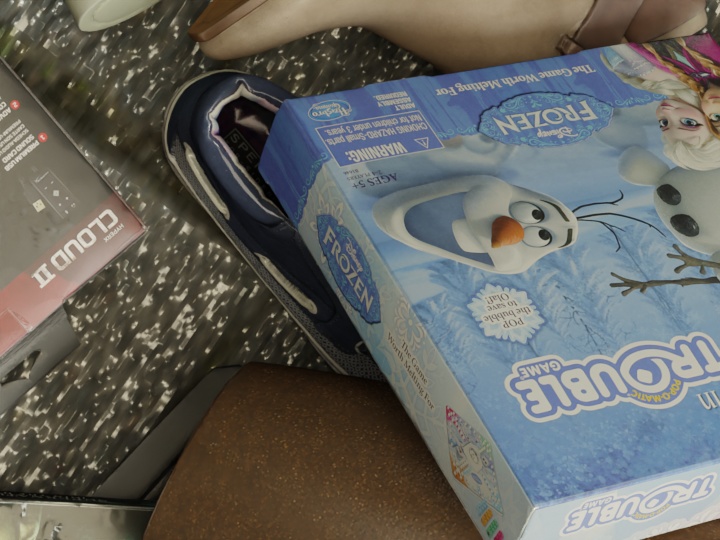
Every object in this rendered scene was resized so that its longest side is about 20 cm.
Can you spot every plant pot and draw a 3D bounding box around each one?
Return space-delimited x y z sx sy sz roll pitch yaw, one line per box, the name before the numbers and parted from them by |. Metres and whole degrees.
plant pot | 0.023 0.122 1.109 0.200 0.187 0.187 28 88 8

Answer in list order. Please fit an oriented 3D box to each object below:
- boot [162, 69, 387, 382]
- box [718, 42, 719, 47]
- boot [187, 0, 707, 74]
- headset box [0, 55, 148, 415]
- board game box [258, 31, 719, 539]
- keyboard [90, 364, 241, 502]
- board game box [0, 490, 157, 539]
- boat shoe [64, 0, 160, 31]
boot | 0.000 0.000 1.174 0.200 0.090 0.073 42 85 -10
box | 0.237 -0.032 1.244 0.156 0.041 0.200 -34 100 -7
boot | 0.047 -0.101 1.180 0.200 0.070 0.146 -39 113 -8
headset box | -0.191 -0.029 1.144 0.149 0.077 0.200 -42 101 -5
board game box | 0.094 0.004 1.088 0.199 0.043 0.199 -12 54 -29
keyboard | -0.077 0.149 1.206 0.127 0.021 0.200 43 86 -10
board game box | -0.077 0.160 1.182 0.199 0.028 0.136 4 92 -10
boat shoe | -0.043 -0.171 1.165 0.201 0.072 0.060 -33 82 -15
